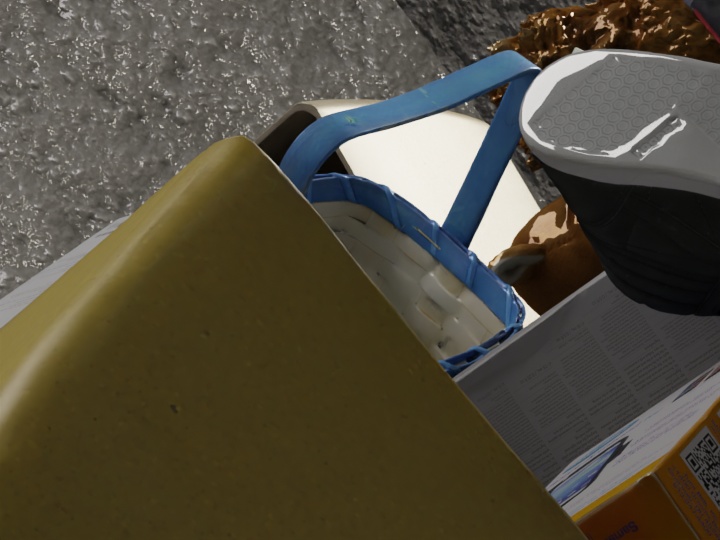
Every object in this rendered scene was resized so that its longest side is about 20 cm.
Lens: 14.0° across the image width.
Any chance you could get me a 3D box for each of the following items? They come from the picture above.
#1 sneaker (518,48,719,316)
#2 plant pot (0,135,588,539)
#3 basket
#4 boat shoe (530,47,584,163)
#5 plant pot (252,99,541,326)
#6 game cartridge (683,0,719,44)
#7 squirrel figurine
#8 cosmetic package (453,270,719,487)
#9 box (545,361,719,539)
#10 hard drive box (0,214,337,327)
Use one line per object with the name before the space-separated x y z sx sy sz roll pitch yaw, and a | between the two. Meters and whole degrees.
sneaker | 0.159 -0.019 1.056 0.071 0.199 0.099 -62 -31 -21
plant pot | -0.078 0.120 0.858 0.195 0.194 0.200 -37 5 41
basket | 0.000 0.000 1.328 0.176 0.139 0.201 -22 -41 -47
boat shoe | 0.155 -0.033 1.350 0.072 0.202 0.060 22 -76 -48
plant pot | 0.014 0.017 1.698 0.177 0.201 0.200 -20 -13 -49
game cartridge | 0.199 -0.104 1.092 0.038 0.200 0.130 14 -57 -47
squirrel figurine | 0.146 -0.056 1.543 0.186 0.201 0.142 -27 10 32
cosmetic package | 0.111 0.042 1.204 0.200 0.083 0.051 -37 -3 42
box | 0.097 0.078 0.999 0.119 0.042 0.200 -37 -3 30
hard drive box | -0.120 0.029 1.557 0.155 0.077 0.200 -15 15 41
